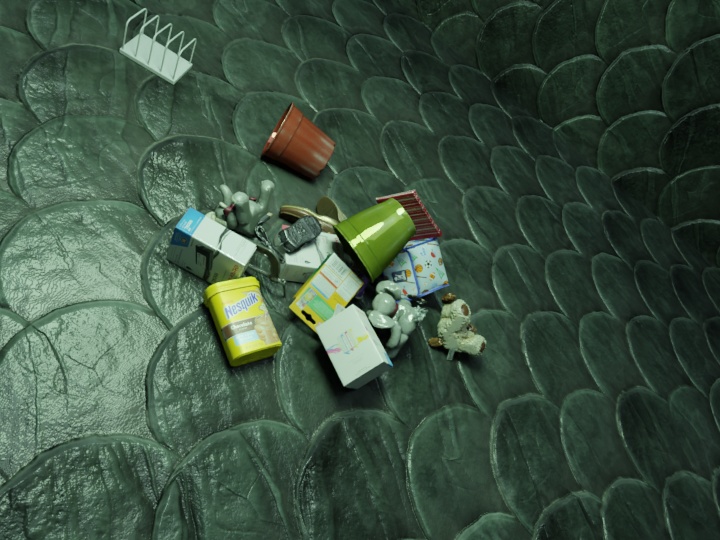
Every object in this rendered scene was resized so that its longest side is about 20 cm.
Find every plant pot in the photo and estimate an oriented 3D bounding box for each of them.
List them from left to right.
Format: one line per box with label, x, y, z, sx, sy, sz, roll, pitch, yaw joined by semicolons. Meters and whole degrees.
plant pot;-0.201;-0.421;1.804;0.194;0.200;0.203;31;44;-19
plant pot;0.052;-0.103;1.558;0.192;0.201;0.201;-36;76;-6

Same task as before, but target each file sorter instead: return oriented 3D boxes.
file sorter;-0.672;-0.756;1.794;0.198;0.125;0.140;29;45;-10

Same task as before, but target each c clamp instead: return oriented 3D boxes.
c clamp;-0.286;-0.017;1.471;0.198;0.172;0.027;28;53;9

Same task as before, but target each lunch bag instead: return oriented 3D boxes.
lunch bag;0.164;-0.001;1.708;0.197;0.124;0.173;-17;97;-15

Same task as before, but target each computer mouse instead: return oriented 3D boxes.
computer mouse;-0.212;-0.112;1.527;0.141;0.046;0.200;50;55;-2
computer mouse;0.115;0.058;1.634;0.197;0.035;0.059;21;3;18

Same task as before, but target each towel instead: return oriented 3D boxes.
towel;0.151;-0.163;1.641;0.200;0.143;0.023;50;48;-36

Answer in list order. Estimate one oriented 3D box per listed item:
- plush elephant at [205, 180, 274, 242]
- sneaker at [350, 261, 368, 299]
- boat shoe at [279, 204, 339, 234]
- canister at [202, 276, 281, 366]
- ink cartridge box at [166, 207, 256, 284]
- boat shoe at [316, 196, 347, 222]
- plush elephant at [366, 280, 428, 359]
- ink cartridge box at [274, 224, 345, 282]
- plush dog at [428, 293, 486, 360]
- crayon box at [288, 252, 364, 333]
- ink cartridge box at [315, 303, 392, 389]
plush elephant;-0.351;-0.174;1.527;0.153;0.202;0.165;24;40;19
sneaker;0.000;0.000;1.669;0.080;0.084;0.202;27;47;-12
boat shoe;-0.164;-0.149;1.685;0.197;0.072;0.069;20;74;-5
canister;-0.300;0.130;1.373;0.147;0.087;0.202;-11;65;-38
ink cartridge box;-0.392;-0.048;1.409;0.198;0.145;0.085;29;47;-9
boat shoe;-0.074;-0.156;1.763;0.201;0.072;0.065;53;10;20
plush elephant;0.086;0.130;1.555;0.153;0.200;0.166;31;52;-4
ink cartridge box;-0.150;-0.043;1.605;0.197;0.083;0.148;8;52;-28
plush dog;0.302;0.172;1.718;0.202;0.159;0.172;60;26;-18
crayon box;-0.100;0.068;1.516;0.126;0.051;0.201;43;74;-13
ink cartridge box;-0.021;0.196;1.441;0.202;0.124;0.129;60;5;22
